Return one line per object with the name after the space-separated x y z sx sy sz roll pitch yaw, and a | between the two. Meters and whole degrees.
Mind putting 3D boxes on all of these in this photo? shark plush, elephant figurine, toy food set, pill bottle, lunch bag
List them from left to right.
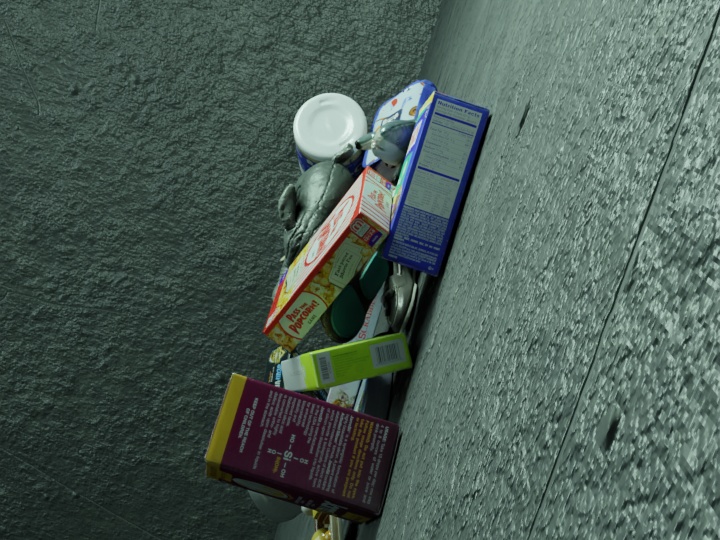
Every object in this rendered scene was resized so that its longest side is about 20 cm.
-0.063 0.332 1.190 0.144 0.059 0.203 111 157 -62 | toy food set
-0.069 -0.065 1.390 0.157 0.140 0.201 65 -154 -23 | elephant figurine
-0.045 -0.191 1.550 0.201 0.118 0.121 84 -159 -68 | pill bottle
0.067 -0.181 1.485 0.201 0.122 0.172 110 177 -50 | lunch bag
0.088 -0.187 1.279 0.091 0.198 0.084 54 142 26 | shark plush

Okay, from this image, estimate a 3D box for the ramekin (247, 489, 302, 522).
-0.117 0.313 1.585 0.201 0.104 0.202 56 -160 -33 | ramekin

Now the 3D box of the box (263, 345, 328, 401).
-0.089 0.240 1.502 0.201 0.045 0.160 58 -161 -30 | box

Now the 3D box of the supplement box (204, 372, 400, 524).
-0.069 0.204 1.051 0.131 0.197 0.105 114 173 -68 | supplement box

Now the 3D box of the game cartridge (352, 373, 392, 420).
0.006 0.211 1.248 0.201 0.040 0.135 -78 9 -62 | game cartridge

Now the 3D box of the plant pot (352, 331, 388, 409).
0.004 0.193 1.504 0.200 0.027 0.203 -163 89 -88 | plant pot

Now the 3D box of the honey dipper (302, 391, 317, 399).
-0.048 0.241 1.264 0.038 0.037 0.202 -75 -22 -50 | honey dipper

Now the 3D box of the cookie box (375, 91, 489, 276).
0.084 -0.103 1.148 0.171 0.074 0.203 -133 61 -88 | cookie box

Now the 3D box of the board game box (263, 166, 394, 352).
-0.036 -0.016 1.151 0.201 0.046 0.152 -50 13 22 | board game box

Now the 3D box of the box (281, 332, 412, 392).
-0.024 0.117 1.158 0.200 0.120 0.048 152 106 -72 | box

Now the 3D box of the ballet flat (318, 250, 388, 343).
-0.021 0.039 1.224 0.071 0.064 0.200 66 -150 -16 | ballet flat

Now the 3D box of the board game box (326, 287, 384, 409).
-0.012 0.132 1.426 0.200 0.040 0.203 106 180 -81 | board game box

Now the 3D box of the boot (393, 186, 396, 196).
0.058 -0.097 1.339 0.199 0.072 0.145 -34 18 42 | boot

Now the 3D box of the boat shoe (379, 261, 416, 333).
0.048 0.020 1.318 0.201 0.056 0.068 -77 5 -57 | boat shoe
